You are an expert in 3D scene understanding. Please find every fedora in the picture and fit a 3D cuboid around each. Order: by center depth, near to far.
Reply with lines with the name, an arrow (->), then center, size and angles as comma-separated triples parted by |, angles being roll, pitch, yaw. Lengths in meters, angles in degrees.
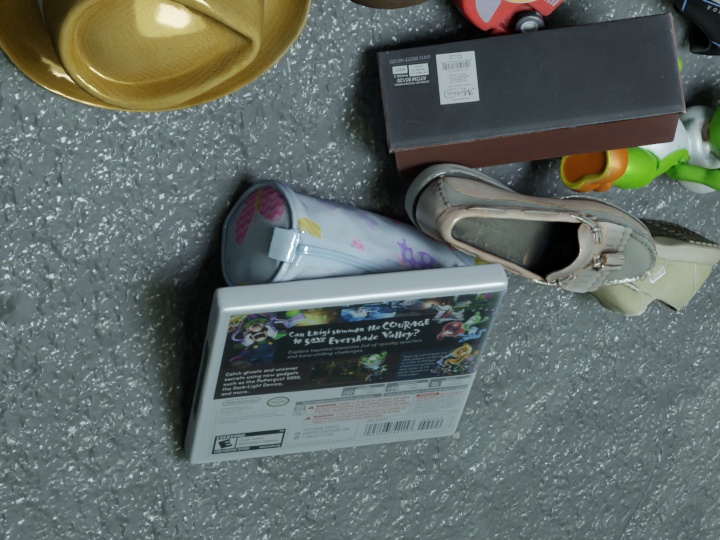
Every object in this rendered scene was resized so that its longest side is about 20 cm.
fedora -> -0.123, -0.154, 1.348 | 0.200, 0.082, 0.201 | -6, 131, -7

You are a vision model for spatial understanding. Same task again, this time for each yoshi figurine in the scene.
yoshi figurine -> 0.237, -0.103, 1.641 | 0.200, 0.112, 0.113 | 2, 106, -37

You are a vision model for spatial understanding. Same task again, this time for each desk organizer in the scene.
desk organizer -> 0.116, -0.117, 1.535 | 0.199, 0.072, 0.077 | -7, 166, 2

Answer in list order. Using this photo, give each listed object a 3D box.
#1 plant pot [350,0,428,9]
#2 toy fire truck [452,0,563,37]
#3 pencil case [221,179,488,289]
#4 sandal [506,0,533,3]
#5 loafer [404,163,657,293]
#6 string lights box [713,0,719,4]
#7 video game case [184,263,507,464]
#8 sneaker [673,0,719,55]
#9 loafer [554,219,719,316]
plant pot -> 0.009, -0.265, 1.375 | 0.187, 0.187, 0.200 | -33, 141, -16
toy fire truck -> 0.112, -0.248, 1.475 | 0.141, 0.049, 0.200 | 29, 124, -29
pencil case -> 0.000, 0.000, 1.543 | 0.200, 0.091, 0.083 | 17, 103, -37
sandal -> 0.120, -0.241, 1.407 | 0.079, 0.059, 0.207 | 1, 133, -6
loafer -> 0.125, -0.018, 1.558 | 0.200, 0.063, 0.072 | 15, 112, -26
string lights box -> 0.335, -0.238, 1.535 | 0.200, 0.059, 0.103 | -18, 129, -34
video game case -> -0.013, 0.065, 1.536 | 0.199, 0.023, 0.182 | -5, 143, -16
sneaker -> 0.252, -0.223, 1.591 | 0.078, 0.070, 0.200 | -9, 139, 16
loafer -> 0.190, -0.003, 1.678 | 0.200, 0.076, 0.068 | 6, 104, -36
